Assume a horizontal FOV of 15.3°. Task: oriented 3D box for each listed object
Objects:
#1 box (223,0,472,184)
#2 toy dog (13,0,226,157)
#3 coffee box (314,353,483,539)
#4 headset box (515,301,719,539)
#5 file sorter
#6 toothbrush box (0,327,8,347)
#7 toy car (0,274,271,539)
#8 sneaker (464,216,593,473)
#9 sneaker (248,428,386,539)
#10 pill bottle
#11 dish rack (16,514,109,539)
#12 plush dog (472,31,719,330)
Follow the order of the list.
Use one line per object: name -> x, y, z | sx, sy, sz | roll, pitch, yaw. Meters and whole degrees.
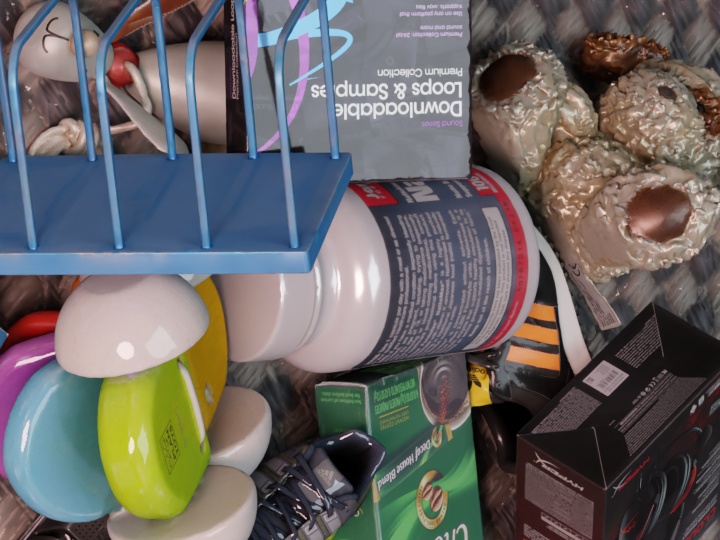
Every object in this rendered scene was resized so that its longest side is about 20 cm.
box -> -0.006, -0.147, 1.513 | 0.143, 0.036, 0.200 | -4, 98, -23
toy dog -> -0.094, -0.105, 1.530 | 0.200, 0.096, 0.132 | -13, 104, -41
coffee box -> 0.030, 0.156, 1.688 | 0.123, 0.044, 0.200 | -15, 103, -55
headset box -> 0.175, 0.144, 1.777 | 0.149, 0.075, 0.200 | -41, 148, -30
file sorter -> -0.117, -0.079, 1.401 | 0.139, 0.200, 0.123 | -69, 157, -64
toothbrush box -> -0.299, 0.075, 1.374 | 0.146, 0.085, 0.200 | 42, 69, -37
toy car -> -0.138, 0.068, 1.465 | 0.200, 0.150, 0.175 | -83, 161, -63
sneaker -> 0.091, 0.043, 1.734 | 0.090, 0.070, 0.200 | -46, 125, -32
sneaker -> -0.050, 0.140, 1.545 | 0.074, 0.081, 0.200 | 46, 28, 2
pill bottle -> 0.000, 0.000, 1.613 | 0.200, 0.120, 0.120 | -7, 100, -42
dish rack -> -0.133, 0.238, 1.516 | 0.200, 0.055, 0.153 | 43, 65, -10
plush dog -> 0.181, -0.072, 1.759 | 0.172, 0.200, 0.161 | -35, 151, -23
